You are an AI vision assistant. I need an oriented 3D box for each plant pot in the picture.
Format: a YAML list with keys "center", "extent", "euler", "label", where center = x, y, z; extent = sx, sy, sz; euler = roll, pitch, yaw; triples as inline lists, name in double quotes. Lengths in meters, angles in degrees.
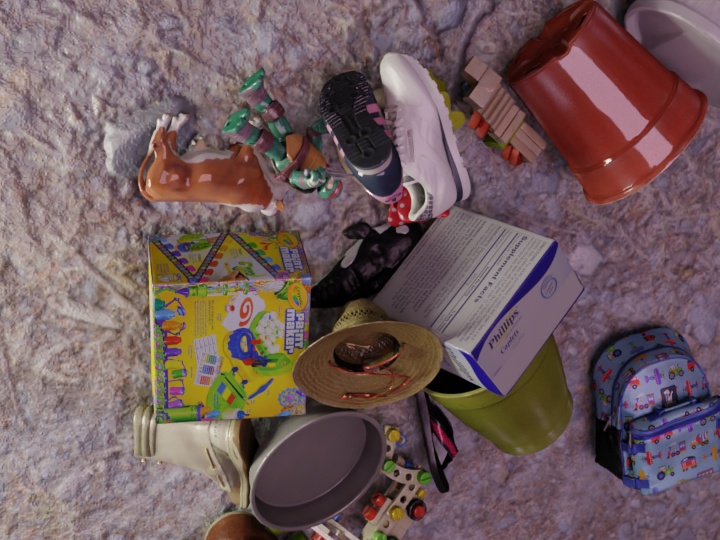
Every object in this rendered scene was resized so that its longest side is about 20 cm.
- center: [0.191, 0.144, 1.739]
  extent: [0.200, 0.201, 0.193]
  euler: [-38, 127, -2]
  label: "plant pot"
- center: [0.301, -0.223, 1.640]
  extent: [0.201, 0.201, 0.195]
  euler: [-46, 107, 2]
  label: "plant pot"

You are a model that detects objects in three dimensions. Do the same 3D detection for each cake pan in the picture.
- center: [-0.060, 0.252, 1.680]
  extent: [0.198, 0.037, 0.202]
  euler: [-19, 133, -21]
  label: "cake pan"

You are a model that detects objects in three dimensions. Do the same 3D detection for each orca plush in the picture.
- center: [0.000, 0.000, 1.680]
  extent: [0.198, 0.071, 0.106]
  euler: [-19, 112, -10]
  label: "orca plush"

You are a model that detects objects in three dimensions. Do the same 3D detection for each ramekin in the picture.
- center: [0.443, -0.304, 1.652]
  extent: [0.202, 0.202, 0.095]
  euler: [40, 83, -25]
  label: "ramekin"

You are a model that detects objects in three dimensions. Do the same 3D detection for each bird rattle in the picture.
- center: [0.048, -0.157, 1.645]
  extent: [0.161, 0.113, 0.202]
  euler: [13, 112, -2]
  label: "bird rattle"

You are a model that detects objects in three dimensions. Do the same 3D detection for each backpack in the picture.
- center: [0.426, 0.193, 1.846]
  extent: [0.180, 0.135, 0.203]
  euler: [-12, 109, -14]
  label: "backpack"

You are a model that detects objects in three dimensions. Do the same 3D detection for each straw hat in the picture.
- center: [0.004, 0.084, 1.583]
  extent: [0.198, 0.086, 0.202]
  euler: [-7, 145, -5]
  label: "straw hat"

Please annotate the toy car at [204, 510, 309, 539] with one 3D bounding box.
- center: [-0.133, 0.424, 1.713]
  extent: [0.163, 0.200, 0.159]
  euler: [-34, 115, -3]
  label: "toy car"

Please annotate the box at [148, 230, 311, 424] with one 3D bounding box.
- center: [-0.164, 0.070, 1.600]
  extent: [0.190, 0.122, 0.202]
  euler: [-2, 120, -11]
  label: "box"

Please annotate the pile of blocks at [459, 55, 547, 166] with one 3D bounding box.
- center: [0.161, -0.192, 1.641]
  extent: [0.062, 0.082, 0.200]
  euler: [-54, 137, -8]
  label: "pile of blocks"

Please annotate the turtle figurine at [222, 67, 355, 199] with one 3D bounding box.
- center: [-0.068, -0.142, 1.548]
  extent: [0.199, 0.151, 0.100]
  euler: [36, 123, -25]
  label: "turtle figurine"

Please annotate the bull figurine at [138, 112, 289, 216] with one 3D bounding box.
- center: [-0.173, -0.129, 1.586]
  extent: [0.198, 0.065, 0.123]
  euler: [0, 99, -25]
  label: "bull figurine"

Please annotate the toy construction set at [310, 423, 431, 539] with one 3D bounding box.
- center: [0.019, 0.318, 1.784]
  extent: [0.131, 0.092, 0.200]
  euler: [41, 93, -25]
  label: "toy construction set"

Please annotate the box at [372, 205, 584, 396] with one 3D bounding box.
- center: [0.146, 0.035, 1.637]
  extent: [0.184, 0.199, 0.105]
  euler: [-51, 131, -14]
  label: "box"

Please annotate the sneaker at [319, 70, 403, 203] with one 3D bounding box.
- center: [0.002, -0.154, 1.517]
  extent: [0.069, 0.201, 0.082]
  euler: [-23, 133, 6]
  label: "sneaker"

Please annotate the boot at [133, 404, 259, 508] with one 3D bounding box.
- center: [-0.213, 0.241, 1.691]
  extent: [0.153, 0.073, 0.201]
  euler: [6, 145, 7]
  label: "boot"

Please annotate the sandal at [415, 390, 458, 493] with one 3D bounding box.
- center: [0.107, 0.219, 1.786]
  extent: [0.044, 0.075, 0.202]
  euler: [-12, 109, 2]
  label: "sandal"

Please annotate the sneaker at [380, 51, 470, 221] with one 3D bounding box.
- center: [0.062, -0.159, 1.531]
  extent: [0.080, 0.076, 0.202]
  euler: [-27, 104, -18]
  label: "sneaker"
